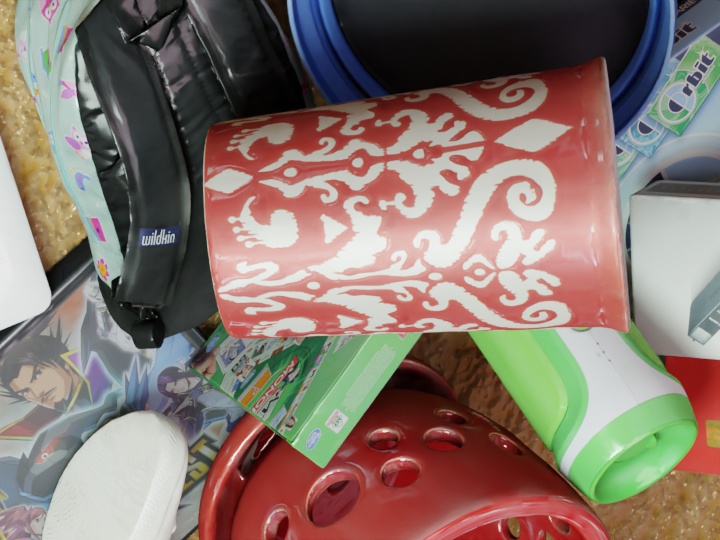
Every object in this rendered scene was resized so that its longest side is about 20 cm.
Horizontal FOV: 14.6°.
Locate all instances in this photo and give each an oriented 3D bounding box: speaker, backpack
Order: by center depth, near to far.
[{"bbox_3d":[-0.102,-0.083,1.486,0.166,0.126,0.201,-33,121,-21],"label":"backpack"},{"bbox_3d":[0.106,0.031,1.581,0.088,0.200,0.089,-26,153,-15],"label":"speaker"}]

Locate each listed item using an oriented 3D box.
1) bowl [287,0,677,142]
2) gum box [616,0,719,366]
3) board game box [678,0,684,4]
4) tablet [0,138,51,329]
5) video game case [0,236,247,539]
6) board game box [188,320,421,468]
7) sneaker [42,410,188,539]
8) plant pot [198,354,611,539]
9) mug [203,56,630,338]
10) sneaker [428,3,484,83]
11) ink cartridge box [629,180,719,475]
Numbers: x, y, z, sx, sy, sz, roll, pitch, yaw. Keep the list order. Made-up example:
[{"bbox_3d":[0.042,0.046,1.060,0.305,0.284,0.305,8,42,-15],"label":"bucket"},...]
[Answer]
[{"bbox_3d":[0.063,-0.141,1.434,0.199,0.039,0.202,5,120,9],"label":"bowl"},{"bbox_3d":[0.206,-0.057,1.647,0.170,0.045,0.201,-35,125,-8],"label":"gum box"},{"bbox_3d":[0.147,-0.110,1.643,0.200,0.028,0.135,38,93,-32],"label":"board game box"},{"bbox_3d":[-0.250,-0.047,1.487,0.129,0.014,0.201,-21,112,-14],"label":"tablet"},{"bbox_3d":[-0.163,0.103,1.597,0.200,0.026,0.181,-43,122,-2],"label":"video game case"},{"bbox_3d":[0.000,0.000,1.548,0.029,0.134,0.200,39,86,-33],"label":"board game box"},{"bbox_3d":[-0.133,0.169,1.593,0.088,0.075,0.201,9,114,-41],"label":"sneaker"},{"bbox_3d":[0.014,0.158,1.592,0.200,0.182,0.201,-22,134,-25],"label":"plant pot"},{"bbox_3d":[0.032,-0.011,1.399,0.199,0.134,0.178,-5,129,5],"label":"mug"},{"bbox_3d":[0.070,-0.163,1.497,0.081,0.077,0.201,-23,116,5],"label":"sneaker"},{"bbox_3d":[0.250,0.043,1.561,0.045,0.199,0.177,-27,117,-57],"label":"ink cartridge box"}]
